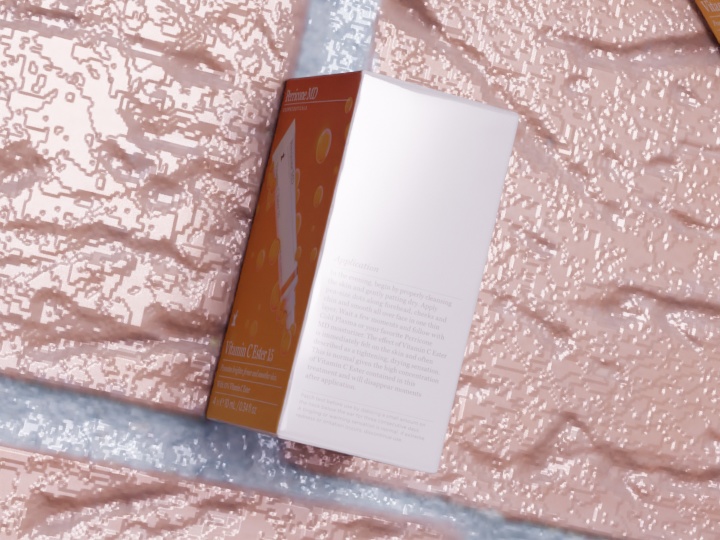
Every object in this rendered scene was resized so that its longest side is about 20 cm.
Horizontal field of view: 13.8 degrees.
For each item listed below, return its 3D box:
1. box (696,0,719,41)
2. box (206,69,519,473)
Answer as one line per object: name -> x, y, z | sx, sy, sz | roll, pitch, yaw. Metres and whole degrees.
box -> 0.228, -0.228, 1.703 | 0.097, 0.124, 0.200 | -35, 103, -16
box -> 0.000, 0.000, 1.630 | 0.097, 0.124, 0.200 | 15, 86, -20
